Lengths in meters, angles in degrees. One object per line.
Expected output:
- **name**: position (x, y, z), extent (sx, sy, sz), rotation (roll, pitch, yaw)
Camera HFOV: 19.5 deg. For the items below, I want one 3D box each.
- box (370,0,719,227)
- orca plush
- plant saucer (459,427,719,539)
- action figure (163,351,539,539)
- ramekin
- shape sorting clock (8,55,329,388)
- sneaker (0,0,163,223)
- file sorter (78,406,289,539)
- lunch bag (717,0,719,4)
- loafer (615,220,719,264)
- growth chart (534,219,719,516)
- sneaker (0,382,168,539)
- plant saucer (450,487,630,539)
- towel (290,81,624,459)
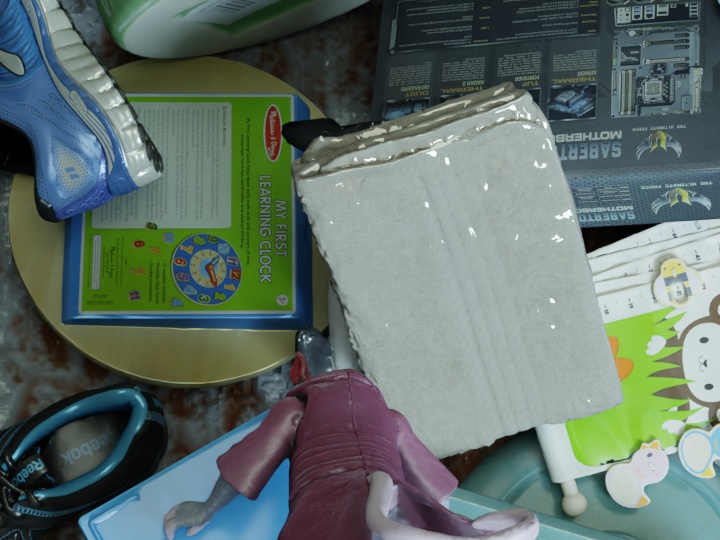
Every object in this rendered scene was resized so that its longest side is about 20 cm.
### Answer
- **box**: position (0.106, -0.100, 1.146), extent (0.198, 0.051, 0.159), rotation (-4, 57, 15)
- **orca plush**: position (0.000, 0.000, 1.114), extent (0.105, 0.071, 0.201), rotation (-28, 122, -2)
- **plant saucer**: position (0.135, 0.175, 1.133), extent (0.198, 0.027, 0.202), rotation (2, 74, -7)
- **action figure**: position (-0.012, 0.099, 0.946), extent (0.133, 0.150, 0.201), rotation (1, 41, -15)
- **ramekin**: position (-0.062, -0.190, 1.130), extent (0.198, 0.200, 0.099), rotation (-16, 82, -11)
- **shape sorting clock**: position (-0.094, -0.029, 1.157), extent (0.198, 0.039, 0.202), rotation (1, 65, -2)
- **sneaker**: position (-0.189, -0.106, 1.134), extent (0.089, 0.079, 0.200), rotation (-33, 58, -6)
- **file sorter**: position (-0.034, 0.187, 1.059), extent (0.138, 0.123, 0.201), rotation (-29, 79, -14)
- **lunch bag**: position (0.291, -0.146, 1.161), extent (0.199, 0.127, 0.170), rotation (33, 45, -11)
- **loafer**: position (0.227, 0.000, 1.178), extent (0.200, 0.073, 0.071), rotation (40, 62, 3)
- **growth chart**: position (0.175, 0.036, 1.123), extent (0.199, 0.018, 0.146), rotation (-26, 87, 3)
- **sneaker**: position (-0.191, 0.114, 1.083), extent (0.199, 0.082, 0.073), rotation (-34, 82, -13)
- **plant saucer**: position (0.096, 0.137, 1.092), extent (0.198, 0.070, 0.019), rotation (16, 89, -2)
- **towel**: position (0.051, 0.006, 1.063), extent (0.131, 0.201, 0.035), rotation (-16, 32, 4)
